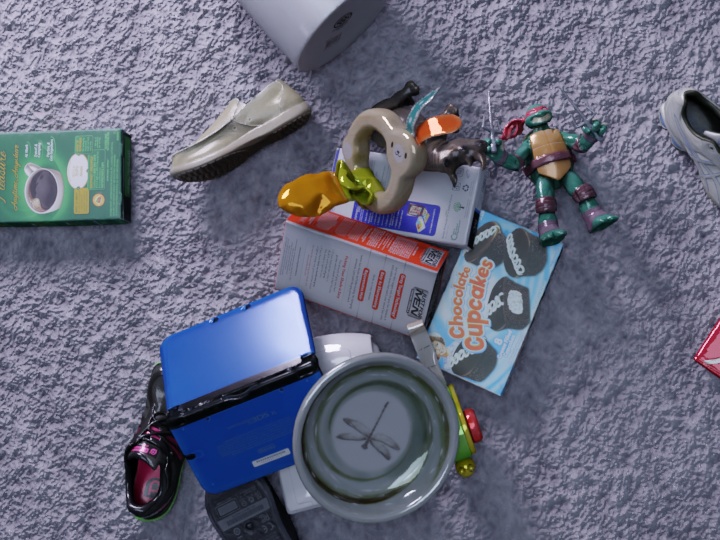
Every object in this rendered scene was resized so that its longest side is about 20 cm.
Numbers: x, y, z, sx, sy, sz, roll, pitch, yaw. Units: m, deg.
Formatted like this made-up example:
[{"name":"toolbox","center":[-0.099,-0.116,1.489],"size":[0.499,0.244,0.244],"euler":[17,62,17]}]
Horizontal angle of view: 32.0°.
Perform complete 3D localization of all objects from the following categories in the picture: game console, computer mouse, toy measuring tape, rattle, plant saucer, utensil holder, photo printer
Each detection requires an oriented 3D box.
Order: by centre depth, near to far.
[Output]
[{"name":"rattle","center":[0.007,-0.138,1.459],"size":[0.141,0.199,0.132],"euler":[7,76,-28]},{"name":"plant saucer","center":[0.015,0.190,1.463],"size":[0.197,0.050,0.204],"euler":[-2,101,-12]},{"name":"toy measuring tape","center":[0.099,0.160,1.506],"size":[0.073,0.074,0.203],"euler":[-18,103,6]},{"name":"game console","center":[-0.130,0.146,1.529],"size":[0.197,0.119,0.172],"euler":[-21,112,10]},{"name":"photo printer","center":[-0.035,0.183,1.551],"size":[0.164,0.069,0.203],"euler":[-16,82,9]},{"name":"computer mouse","center":[-0.129,0.333,1.564],"size":[0.137,0.053,0.203],"euler":[-22,92,8]},{"name":"utensil holder","center":[-0.082,-0.377,1.566],"size":[0.170,0.170,0.200],"euler":[-42,81,3]}]

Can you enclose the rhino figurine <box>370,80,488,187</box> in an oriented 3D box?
[{"name":"rhino figurine","center":[0.083,-0.161,1.526],"size":[0.087,0.060,0.199],"euler":[-41,49,-15]}]

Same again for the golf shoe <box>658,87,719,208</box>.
[{"name":"golf shoe","center":[0.433,-0.135,1.496],"size":[0.078,0.097,0.200],"euler":[-42,81,1]}]

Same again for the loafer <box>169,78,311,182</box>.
[{"name":"loafer","center":[-0.160,-0.178,1.609],"size":[0.198,0.076,0.069],"euler":[-28,79,-4]}]

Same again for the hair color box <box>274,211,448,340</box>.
[{"name":"hair color box","center":[0.000,0.000,1.548],"size":[0.197,0.061,0.103],"euler":[20,121,11]}]

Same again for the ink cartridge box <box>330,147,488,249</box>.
[{"name":"ink cartridge box","center":[0.054,-0.091,1.567],"size":[0.197,0.039,0.101],"euler":[11,85,23]}]

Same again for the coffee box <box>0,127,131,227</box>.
[{"name":"coffee box","center":[-0.400,-0.121,1.652],"size":[0.197,0.044,0.125],"euler":[-2,83,8]}]

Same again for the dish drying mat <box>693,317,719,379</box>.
[{"name":"dish drying mat","center":[0.486,0.046,1.508],"size":[0.076,0.018,0.201],"euler":[35,91,12]}]

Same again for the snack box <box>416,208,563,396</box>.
[{"name":"snack box","center":[0.160,0.039,1.550],"size":[0.115,0.037,0.202],"euler":[22,88,11]}]

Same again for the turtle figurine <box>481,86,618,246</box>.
[{"name":"turtle figurine","center":[0.233,-0.137,1.525],"size":[0.148,0.101,0.203],"euler":[-21,78,13]}]

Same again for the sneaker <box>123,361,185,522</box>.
[{"name":"sneaker","center":[-0.251,0.215,1.575],"size":[0.075,0.084,0.203],"euler":[6,86,9]}]
